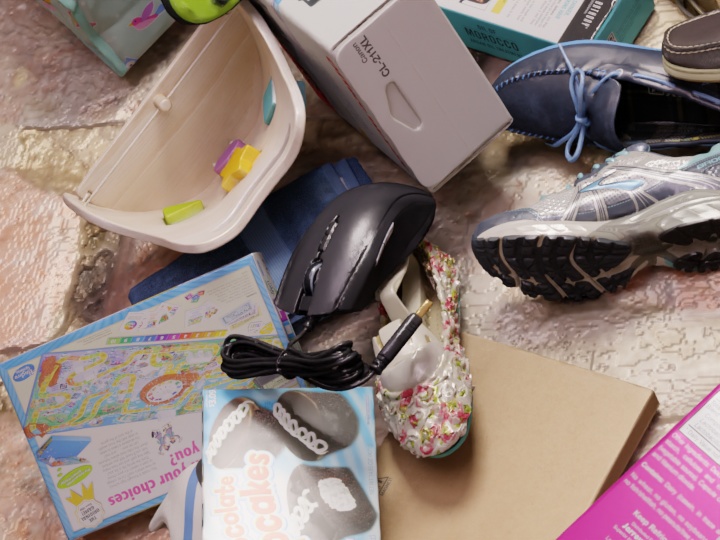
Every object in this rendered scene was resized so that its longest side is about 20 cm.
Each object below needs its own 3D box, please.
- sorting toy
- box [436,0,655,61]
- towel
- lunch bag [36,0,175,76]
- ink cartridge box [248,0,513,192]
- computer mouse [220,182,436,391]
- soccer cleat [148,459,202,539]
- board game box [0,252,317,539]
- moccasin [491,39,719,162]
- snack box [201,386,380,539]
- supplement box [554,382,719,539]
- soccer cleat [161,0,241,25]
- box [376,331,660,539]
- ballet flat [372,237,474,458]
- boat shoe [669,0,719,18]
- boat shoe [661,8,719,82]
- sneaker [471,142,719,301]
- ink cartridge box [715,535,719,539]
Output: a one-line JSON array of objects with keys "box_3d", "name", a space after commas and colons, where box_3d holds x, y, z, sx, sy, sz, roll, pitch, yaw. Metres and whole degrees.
[{"box_3d": [-0.097, -0.081, 1.807, 0.200, 0.107, 0.180, -52, 23, 2], "name": "sorting toy"}, {"box_3d": [0.110, -0.203, 1.884, 0.199, 0.049, 0.082, 22, 70, 33], "name": "box"}, {"box_3d": [-0.068, 0.001, 1.832, 0.199, 0.049, 0.112, -33, 51, 1], "name": "towel"}, {"box_3d": [-0.201, -0.277, 2.028, 0.170, 0.122, 0.200, -43, 44, -4], "name": "lunch bag"}, {"box_3d": [0.004, -0.162, 1.811, 0.083, 0.146, 0.200, -40, 35, -5], "name": "ink cartridge box"}, {"box_3d": [0.000, 0.000, 1.693, 0.140, 0.046, 0.200, 9, 46, 44], "name": "computer mouse"}, {"box_3d": [-0.076, 0.217, 1.693, 0.086, 0.070, 0.200, -46, 53, 22], "name": "soccer cleat"}, {"box_3d": [-0.135, 0.088, 1.768, 0.199, 0.034, 0.135, -23, 89, 8], "name": "board game box"}, {"box_3d": [0.180, -0.119, 1.771, 0.199, 0.081, 0.068, -4, 32, 23], "name": "moccasin"}, {"box_3d": [-0.045, 0.165, 1.648, 0.115, 0.037, 0.201, -1, 50, -3], "name": "snack box"}, {"box_3d": [0.211, 0.169, 1.564, 0.200, 0.101, 0.103, -41, 51, -6], "name": "supplement box"}, {"box_3d": [-0.103, -0.241, 1.822, 0.081, 0.067, 0.201, -29, 31, 45], "name": "soccer cleat"}, {"box_3d": [0.082, 0.141, 1.678, 0.163, 0.021, 0.200, 16, 61, 31], "name": "box"}, {"box_3d": [0.033, 0.045, 1.715, 0.075, 0.064, 0.200, -29, 32, 16], "name": "ballet flat"}, {"box_3d": [0.220, -0.226, 1.831, 0.063, 0.073, 0.201, -25, 48, -6], "name": "boat shoe"}, {"box_3d": [0.293, -0.178, 1.705, 0.199, 0.065, 0.073, -13, 33, 17], "name": "boat shoe"}, {"box_3d": [0.174, -0.038, 1.739, 0.199, 0.078, 0.087, -7, 53, 8], "name": "sneaker"}, {"box_3d": [0.241, 0.234, 1.447, 0.146, 0.200, 0.084, -44, 50, -8], "name": "ink cartridge box"}]
